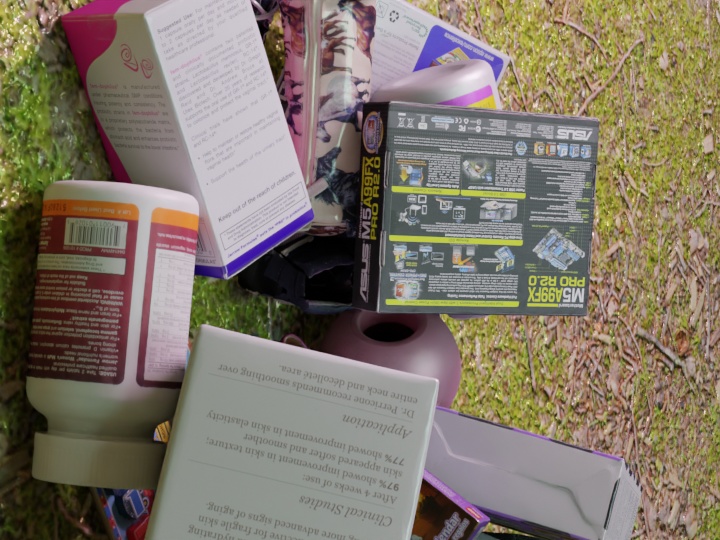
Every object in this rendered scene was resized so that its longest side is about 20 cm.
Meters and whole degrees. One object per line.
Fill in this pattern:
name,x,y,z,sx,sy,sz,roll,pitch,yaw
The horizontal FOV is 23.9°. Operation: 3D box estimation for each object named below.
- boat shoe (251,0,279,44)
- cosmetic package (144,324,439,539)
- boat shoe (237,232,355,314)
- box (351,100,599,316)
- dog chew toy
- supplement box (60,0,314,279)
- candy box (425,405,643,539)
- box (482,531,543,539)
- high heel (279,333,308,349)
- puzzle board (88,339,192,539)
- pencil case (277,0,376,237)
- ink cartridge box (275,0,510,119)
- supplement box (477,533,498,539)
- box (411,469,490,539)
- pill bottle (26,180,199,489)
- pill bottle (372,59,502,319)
boat shoe,-0.095,-0.216,1.335,0.071,0.067,0.202,-1,90,-57
cosmetic package,-0.053,0.163,1.138,0.166,0.166,0.202,113,-9,-76
boat shoe,0.000,0.000,1.407,0.199,0.092,0.076,-10,113,-39
box,0.092,-0.046,1.333,0.198,0.044,0.162,1,94,-28
dog chew toy,0.024,0.122,1.467,0.125,0.123,0.202,-51,150,-45
supplement box,-0.124,-0.109,1.240,0.103,0.101,0.202,-36,120,-37
candy box,0.138,0.178,1.399,0.200,0.166,0.072,44,62,-71
box,0.120,0.270,1.578,0.199,0.156,0.052,20,73,-55
high heel,-0.016,0.144,1.344,0.067,0.201,0.096,-19,146,-16
puzzle board,-0.140,0.175,1.302,0.151,0.017,0.202,-46,127,-48
pencil case,-0.028,-0.127,1.327,0.089,0.077,0.202,-34,126,-80
ink cartridge box,0.013,-0.130,1.457,0.197,0.043,0.202,21,94,-39
supplement box,0.042,0.265,1.385,0.101,0.198,0.104,-55,160,-41
box,-0.013,0.230,1.300,0.201,0.136,0.039,-56,163,6
pill bottle,-0.172,0.044,1.166,0.109,0.109,0.202,10,85,-57
pill bottle,0.082,-0.066,1.410,0.104,0.103,0.202,-32,110,-53
